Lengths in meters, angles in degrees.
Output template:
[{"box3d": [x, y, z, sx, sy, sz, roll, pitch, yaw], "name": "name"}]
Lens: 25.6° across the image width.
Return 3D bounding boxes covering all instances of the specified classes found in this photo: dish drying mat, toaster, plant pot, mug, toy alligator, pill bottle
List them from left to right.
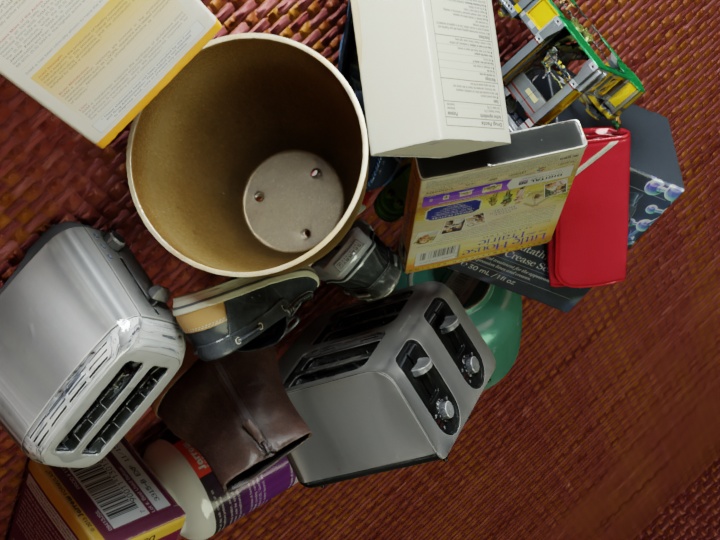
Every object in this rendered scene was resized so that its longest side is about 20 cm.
[{"box3d": [-0.237, 0.069, 1.282, 0.200, 0.129, 0.114, -49, 153, 10], "name": "toaster"}, {"box3d": [-0.143, 0.200, 1.624, 0.200, 0.112, 0.113, -29, 150, -28], "name": "pill bottle"}, {"box3d": [-0.073, -0.072, 1.284, 0.186, 0.186, 0.200, -44, 168, -1], "name": "plant pot"}, {"box3d": [0.012, 0.114, 1.563, 0.200, 0.119, 0.181, -17, -160, 32], "name": "toaster"}, {"box3d": [0.040, -0.072, 1.443, 0.054, 0.059, 0.200, -41, 180, -6], "name": "toy alligator"}, {"box3d": [0.093, 0.029, 1.695, 0.151, 0.185, 0.115, -14, 146, -5], "name": "mug"}, {"box3d": [0.212, -0.054, 1.481, 0.077, 0.018, 0.200, -5, 137, 3], "name": "dish drying mat"}]

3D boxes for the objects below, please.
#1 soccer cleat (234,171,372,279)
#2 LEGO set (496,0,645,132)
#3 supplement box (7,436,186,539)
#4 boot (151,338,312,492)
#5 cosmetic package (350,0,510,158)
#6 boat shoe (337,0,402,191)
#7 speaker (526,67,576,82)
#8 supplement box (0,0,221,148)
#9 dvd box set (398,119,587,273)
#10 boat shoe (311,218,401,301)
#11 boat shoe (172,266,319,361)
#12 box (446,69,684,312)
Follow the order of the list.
[{"box3d": [-0.059, -0.036, 1.464, 0.200, 0.069, 0.085, -55, -161, -16], "name": "soccer cleat"}, {"box3d": [0.142, -0.187, 1.391, 0.116, 0.200, 0.154, -41, 171, 21], "name": "LEGO set"}, {"box3d": [-0.263, 0.270, 1.537, 0.103, 0.131, 0.200, -19, 145, -41], "name": "supplement box"}, {"box3d": [-0.094, 0.098, 1.482, 0.200, 0.166, 0.072, -35, 152, -18], "name": "boot"}, {"box3d": [0.051, -0.192, 1.236, 0.073, 0.201, 0.103, -9, 176, 37], "name": "cosmetic package"}, {"box3d": [-0.002, -0.160, 1.334, 0.069, 0.084, 0.201, -28, 128, -48], "name": "boat shoe"}, {"box3d": [0.168, -0.117, 1.642, 0.081, 0.081, 0.200, -25, 149, -33], "name": "speaker"}, {"box3d": [-0.193, -0.179, 1.044, 0.126, 0.074, 0.200, -44, 154, 1], "name": "supplement box"}, {"box3d": [0.111, -0.062, 1.391, 0.146, 0.029, 0.200, -12, 158, -7], "name": "dvd box set"}, {"box3d": [0.000, 0.000, 1.499, 0.072, 0.071, 0.200, -47, -176, 4], "name": "boat shoe"}, {"box3d": [-0.090, 0.035, 1.320, 0.074, 0.062, 0.200, -18, 180, 23], "name": "boat shoe"}, {"box3d": [0.192, -0.076, 1.550, 0.148, 0.107, 0.200, 20, 132, -22], "name": "box"}]
